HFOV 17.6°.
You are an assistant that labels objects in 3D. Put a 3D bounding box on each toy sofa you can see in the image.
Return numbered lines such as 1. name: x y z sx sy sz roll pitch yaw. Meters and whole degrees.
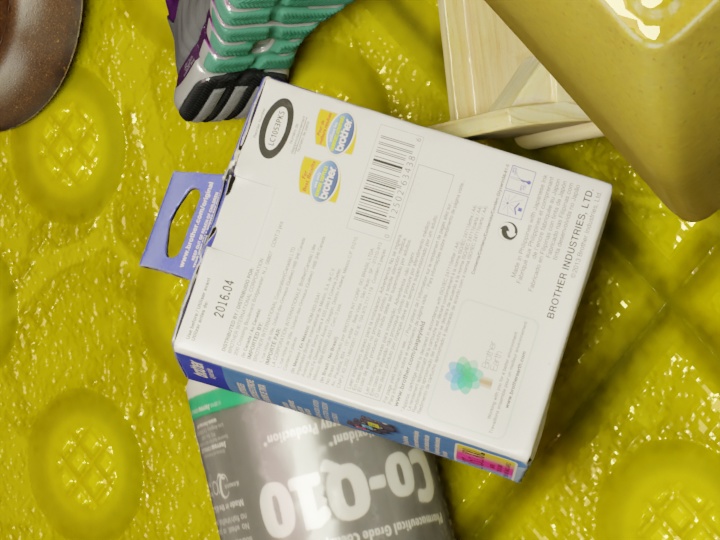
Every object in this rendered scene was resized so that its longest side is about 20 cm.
1. toy sofa: 0.079 -0.158 1.070 0.083 0.097 0.200 -7 90 62

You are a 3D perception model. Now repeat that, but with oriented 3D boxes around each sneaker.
1. sneaker: -0.052 -0.154 1.142 0.200 0.074 0.088 -44 57 50

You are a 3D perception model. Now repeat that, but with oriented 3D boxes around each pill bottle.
1. pill bottle: -0.010 0.136 1.129 0.113 0.113 0.200 -19 83 37

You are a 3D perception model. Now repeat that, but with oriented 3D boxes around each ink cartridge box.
1. ink cartridge box: 0.000 0.000 1.054 0.200 0.076 0.137 18 77 3

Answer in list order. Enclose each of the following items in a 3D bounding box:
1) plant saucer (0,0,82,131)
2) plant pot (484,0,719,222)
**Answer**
1. plant saucer: -0.236 -0.174 1.306 0.200 0.032 0.201 13 111 37
2. plant pot: 0.128 -0.154 0.893 0.195 0.200 0.194 -42 81 9
